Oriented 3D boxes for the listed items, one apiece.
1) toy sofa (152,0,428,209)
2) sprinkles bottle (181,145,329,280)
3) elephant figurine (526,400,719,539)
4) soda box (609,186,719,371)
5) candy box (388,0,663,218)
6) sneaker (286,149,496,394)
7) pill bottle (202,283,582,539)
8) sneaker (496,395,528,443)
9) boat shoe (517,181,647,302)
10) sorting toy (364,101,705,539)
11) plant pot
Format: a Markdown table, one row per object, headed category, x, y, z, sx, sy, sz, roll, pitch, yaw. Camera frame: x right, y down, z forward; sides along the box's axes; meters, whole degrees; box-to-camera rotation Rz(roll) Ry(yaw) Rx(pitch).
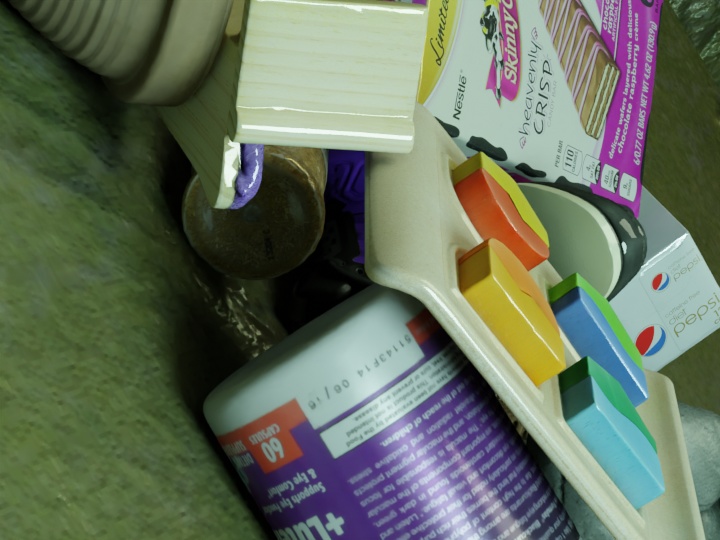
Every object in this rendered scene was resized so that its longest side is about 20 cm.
| category | x | y | z | sx | sy | sz | roll | pitch | yaw |
| --- | --- | --- | --- | --- | --- | --- | --- | --- | --- |
| toy sofa | -0.041 | -0.099 | 1.249 | 0.200 | 0.082 | 0.098 | -130 | -134 | -63 |
| sprinkles bottle | -0.047 | -0.066 | 1.364 | 0.068 | 0.068 | 0.200 | 54 | 16 | -20 |
| elephant figurine | 0.120 | 0.162 | 1.346 | 0.154 | 0.201 | 0.142 | 23 | -23 | -3 |
| soda box | 0.122 | -0.026 | 1.520 | 0.068 | 0.063 | 0.200 | 57 | -3 | -36 |
| candy box | 0.072 | -0.113 | 1.397 | 0.199 | 0.061 | 0.137 | 19 | 74 | -49 |
| sneaker | 0.000 | 0.000 | 1.383 | 0.200 | 0.099 | 0.070 | 44 | -43 | 44 |
| pill bottle | 0.029 | 0.112 | 1.182 | 0.201 | 0.111 | 0.111 | 58 | 15 | -3 |
| sneaker | 0.096 | 0.086 | 1.508 | 0.199 | 0.071 | 0.113 | 29 | -25 | 8 |
| boat shoe | 0.090 | -0.008 | 1.389 | 0.201 | 0.063 | 0.074 | -19 | -92 | 66 |
| sorting toy | 0.079 | 0.023 | 1.202 | 0.200 | 0.036 | 0.185 | 46 | 18 | -19 |
| plant pot | -0.115 | -0.175 | 1.214 | 0.092 | 0.202 | 0.202 | 4 | 42 | -20 |
